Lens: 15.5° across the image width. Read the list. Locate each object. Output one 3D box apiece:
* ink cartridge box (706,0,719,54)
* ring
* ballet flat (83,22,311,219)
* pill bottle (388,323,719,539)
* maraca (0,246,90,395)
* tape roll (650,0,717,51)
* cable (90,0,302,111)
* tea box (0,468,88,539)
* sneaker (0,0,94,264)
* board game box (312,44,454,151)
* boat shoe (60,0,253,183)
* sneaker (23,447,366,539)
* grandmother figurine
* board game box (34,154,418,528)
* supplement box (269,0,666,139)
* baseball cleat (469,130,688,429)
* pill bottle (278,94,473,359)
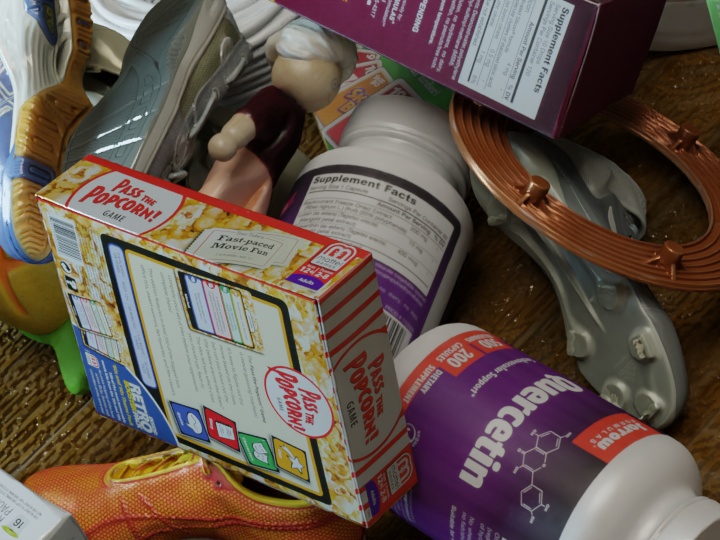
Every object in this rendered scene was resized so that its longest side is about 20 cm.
[{"bbox_3d":[0.265,-0.138,1.495,0.084,0.200,0.146,5,55,23],"label":"ink cartridge box"},{"bbox_3d":[0.144,-0.060,1.506,0.200,0.019,0.200,20,32,-13],"label":"ring"},{"bbox_3d":[-0.108,-0.074,1.588,0.200,0.069,0.069,32,63,-1],"label":"ballet flat"},{"bbox_3d":[0.101,0.116,1.402,0.200,0.112,0.112,29,66,32],"label":"pill bottle"},{"bbox_3d":[-0.186,-0.015,1.583,0.107,0.137,0.200,-10,46,-36],"label":"maraca"},{"bbox_3d":[0.191,-0.249,1.601,0.203,0.203,0.139,-11,50,7],"label":"tape roll"},{"bbox_3d":[-0.101,-0.175,1.693,0.200,0.069,0.200,-24,41,-8],"label":"cable"},{"bbox_3d":[-0.269,0.186,1.440,0.200,0.134,0.197,30,67,32],"label":"tea box"},{"bbox_3d":[-0.202,-0.089,1.530,0.088,0.075,0.200,-16,61,26],"label":"sneaker"},{"bbox_3d":[0.064,-0.132,1.661,0.200,0.030,0.096,-20,50,-2],"label":"board game box"},{"bbox_3d":[-0.111,-0.086,1.514,0.074,0.065,0.202,-22,32,33],"label":"boat shoe"},{"bbox_3d":[-0.093,0.120,1.470,0.200,0.077,0.073,1,26,12],"label":"sneaker"},{"bbox_3d":[-0.062,-0.058,1.513,0.061,0.121,0.200,29,75,1],"label":"grandmother figurine"},{"bbox_3d":[-0.071,0.036,1.382,0.200,0.152,0.046,20,46,36],"label":"board game box"},{"bbox_3d":[0.061,-0.163,1.507,0.200,0.086,0.110,27,28,19],"label":"supplement box"},{"bbox_3d":[0.145,-0.004,1.509,0.106,0.070,0.200,-13,66,-44],"label":"baseball cleat"},{"bbox_3d":[0.000,0.000,1.521,0.111,0.111,0.200,9,56,22],"label":"pill bottle"}]
